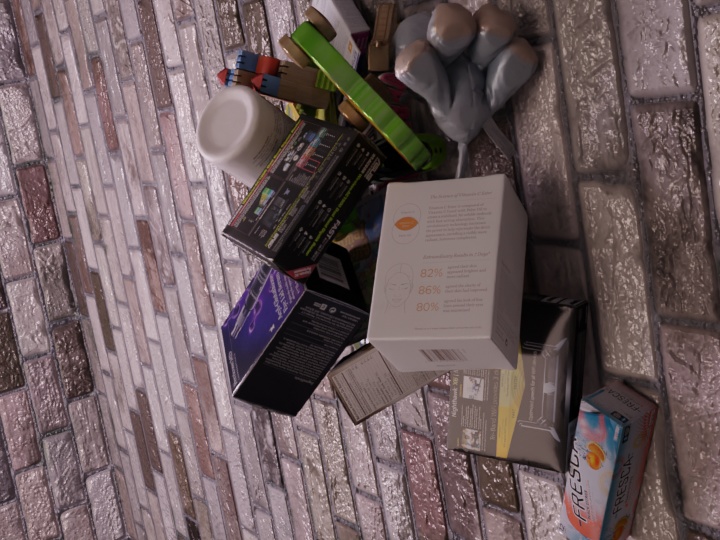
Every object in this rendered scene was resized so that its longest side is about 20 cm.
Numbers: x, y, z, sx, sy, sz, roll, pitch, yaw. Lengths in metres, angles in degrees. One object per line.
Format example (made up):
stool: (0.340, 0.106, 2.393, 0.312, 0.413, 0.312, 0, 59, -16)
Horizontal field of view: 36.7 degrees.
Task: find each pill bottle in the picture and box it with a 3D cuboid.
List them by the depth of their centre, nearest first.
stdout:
pill bottle: (-0.130, -0.168, 1.532, 0.113, 0.199, 0.116, -13, 64, 29)

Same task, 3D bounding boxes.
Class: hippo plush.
hippo plush: (0.119, -0.242, 1.305, 0.201, 0.158, 0.161, 58, -177, -28)

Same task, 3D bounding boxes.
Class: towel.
towel: (-0.077, -0.230, 1.628, 0.200, 0.018, 0.088, 163, 100, -69)

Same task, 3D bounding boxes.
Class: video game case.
video game case: (0.000, 0.000, 1.488, 0.199, 0.022, 0.185, -27, 64, 42)

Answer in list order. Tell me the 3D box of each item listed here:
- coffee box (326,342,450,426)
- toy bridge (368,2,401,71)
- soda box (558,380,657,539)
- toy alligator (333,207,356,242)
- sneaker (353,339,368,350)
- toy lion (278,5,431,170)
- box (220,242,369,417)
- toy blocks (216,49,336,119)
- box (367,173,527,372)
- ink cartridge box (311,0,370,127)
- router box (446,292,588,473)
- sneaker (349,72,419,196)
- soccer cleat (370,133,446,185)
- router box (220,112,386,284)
coffee box: (0.065, 0.112, 1.441, 0.080, 0.198, 0.114, 58, -165, 0)
toy bridge: (0.033, -0.305, 1.384, 0.200, 0.027, 0.068, -72, -17, -69)
soda box: (0.287, 0.235, 1.270, 0.063, 0.068, 0.203, 33, 131, 42)
toy alligator: (-0.062, -0.085, 1.520, 0.199, 0.054, 0.060, 13, 137, 50)
sneaker: (0.034, 0.111, 1.672, 0.200, 0.066, 0.091, 46, 150, 39)
toy lion: (0.004, -0.209, 1.317, 0.200, 0.069, 0.192, 43, -174, -35)
box: (-0.093, 0.069, 1.458, 0.201, 0.103, 0.149, -55, 31, 24)
toy blocks: (-0.125, -0.273, 1.546, 0.200, 0.135, 0.102, -151, 73, -68)
box: (0.105, 0.005, 1.261, 0.150, 0.106, 0.203, -2, 65, 25)
ink cartridge box: (-0.034, -0.290, 1.580, 0.198, 0.043, 0.201, 105, 150, -42)
router box: (0.188, 0.129, 1.311, 0.155, 0.052, 0.204, 8, 100, 28)
sneaker: (0.028, -0.174, 1.531, 0.087, 0.073, 0.204, 9, 107, 58)
soccer cleat: (0.017, -0.145, 1.440, 0.197, 0.081, 0.069, -11, 93, 20)
router box: (-0.075, -0.095, 1.395, 0.062, 0.201, 0.149, 38, 173, -36)
